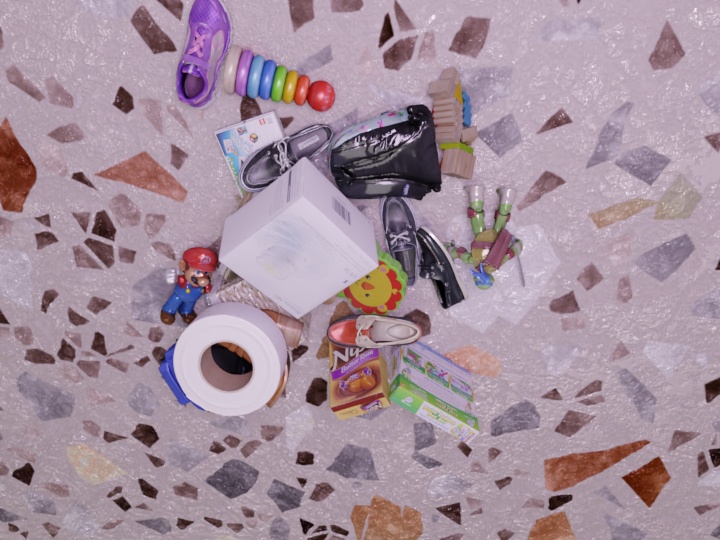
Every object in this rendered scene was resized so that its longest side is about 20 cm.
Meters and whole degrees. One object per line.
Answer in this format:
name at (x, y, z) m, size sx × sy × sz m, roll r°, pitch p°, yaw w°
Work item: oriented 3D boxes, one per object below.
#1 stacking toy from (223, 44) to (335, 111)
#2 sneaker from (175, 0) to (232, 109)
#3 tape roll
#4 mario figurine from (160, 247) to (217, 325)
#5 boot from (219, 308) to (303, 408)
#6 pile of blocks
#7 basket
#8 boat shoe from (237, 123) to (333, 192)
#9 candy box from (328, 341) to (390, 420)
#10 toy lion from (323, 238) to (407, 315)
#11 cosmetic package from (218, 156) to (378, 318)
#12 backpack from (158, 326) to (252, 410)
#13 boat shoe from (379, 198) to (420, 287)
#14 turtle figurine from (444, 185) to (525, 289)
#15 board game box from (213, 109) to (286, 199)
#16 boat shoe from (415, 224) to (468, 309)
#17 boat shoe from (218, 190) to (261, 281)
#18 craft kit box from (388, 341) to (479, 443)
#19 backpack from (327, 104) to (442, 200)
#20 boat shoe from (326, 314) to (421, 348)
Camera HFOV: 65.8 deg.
stacking toy at (-0.141, -0.338, 1.004) m, size 0.198 × 0.086 × 0.086 m, roll 12°, pitch 116°, yaw -9°
sneaker at (-0.283, -0.379, 0.984) m, size 0.080 × 0.089 × 0.202 m, roll 18°, pitch 114°, yaw -3°
tape roll at (-0.240, 0.165, 1.032) m, size 0.200 × 0.071 × 0.205 m, roll 1°, pitch 107°, yaw 3°
mario figurine at (-0.355, 0.041, 1.175) m, size 0.105 × 0.124 × 0.201 m, roll 32°, pitch 118°, yaw 3°
boot at (-0.210, 0.166, 1.102) m, size 0.153 × 0.074 × 0.202 m, roll 16°, pitch 102°, yaw -8°
pile of blocks at (0.167, -0.267, 1.030) m, size 0.062 × 0.082 × 0.202 m, roll 11°, pitch 114°, yaw 47°
basket at (-0.202, 0.077, 1.173) m, size 0.123 × 0.136 × 0.201 m, roll -27°, pitch 111°, yaw 12°
boat shoe at (-0.135, -0.208, 1.023) m, size 0.198 × 0.068 × 0.074 m, roll -28°, pitch 106°, yaw -10°
candy box at (-0.005, 0.204, 1.178) m, size 0.116 × 0.201 × 0.057 m, roll -20°, pitch 129°, yaw 12°
toy lion at (0.000, 0.000, 1.128) m, size 0.190 × 0.069 × 0.202 m, roll 5°, pitch 123°, yaw 17°
cosmetic package at (-0.107, -0.050, 0.987) m, size 0.199 × 0.124 × 0.199 m, roll -32°, pitch 127°, yaw 24°
backpack at (-0.320, 0.178, 1.192) m, size 0.166 × 0.200 × 0.164 m, roll -17°, pitch 107°, yaw 18°
boat shoe at (0.082, -0.062, 1.119) m, size 0.071 × 0.068 × 0.202 m, roll -7°, pitch 115°, yaw 8°
turtle figurine at (0.244, -0.064, 1.104) m, size 0.143 × 0.199 × 0.196 m, roll 8°, pitch 95°, yaw 31°
board game box at (-0.189, -0.198, 1.092) m, size 0.125 × 0.035 × 0.202 m, roll -15°, pitch 113°, yaw 10°
boat shoe at (0.150, 0.000, 1.118) m, size 0.066 × 0.075 × 0.200 m, roll -37°, pitch 126°, yaw -5°
boat shoe at (-0.226, -0.077, 1.085) m, size 0.068 × 0.075 × 0.201 m, roll 31°, pitch 93°, yaw 10°
craft kit box at (0.155, 0.244, 1.189) m, size 0.199 × 0.198 × 0.049 m, roll 31°, pitch 113°, yaw -10°
backpack at (0.039, -0.207, 1.018) m, size 0.198 × 0.127 × 0.168 m, roll -14°, pitch 112°, yaw 2°
boat shoe at (0.026, 0.126, 1.135) m, size 0.198 × 0.063 × 0.072 m, roll 0°, pitch 86°, yaw 6°
